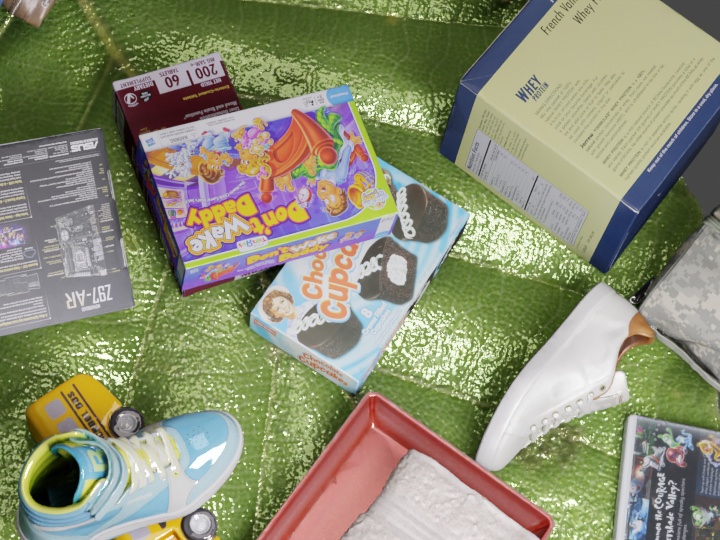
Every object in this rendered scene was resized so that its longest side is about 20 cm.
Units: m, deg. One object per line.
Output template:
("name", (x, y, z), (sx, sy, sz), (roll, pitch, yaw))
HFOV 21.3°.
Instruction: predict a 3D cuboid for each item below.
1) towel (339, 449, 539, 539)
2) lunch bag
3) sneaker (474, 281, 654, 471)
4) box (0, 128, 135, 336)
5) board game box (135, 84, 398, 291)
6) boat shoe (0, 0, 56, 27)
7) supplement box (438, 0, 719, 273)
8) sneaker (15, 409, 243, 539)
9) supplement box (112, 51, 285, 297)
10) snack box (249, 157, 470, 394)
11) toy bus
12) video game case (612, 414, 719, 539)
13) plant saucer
("towel", (0.081, 0.255, 1.580), (0.199, 0.035, 0.133), (37, 66, 10))
("lunch bag", (0.360, 0.036, 1.700), (0.200, 0.139, 0.168), (42, 88, 14))
("sneaker", (0.182, 0.107, 1.666), (0.084, 0.073, 0.200), (38, 79, 15))
("box", (-0.303, -0.027, 1.635), (0.198, 0.043, 0.162), (-13, 95, -27))
("board game box", (-0.082, -0.075, 1.680), (0.198, 0.045, 0.135), (-16, 69, -17))
("boat shoe", (-0.267, -0.303, 1.820), (0.072, 0.072, 0.200), (45, 65, -4))
("supplement box", (0.213, -0.149, 1.767), (0.199, 0.135, 0.200), (36, 66, 10))
("sneaker", (-0.181, 0.155, 1.507), (0.199, 0.131, 0.080), (-28, 70, -15))
("supplement box", (-0.145, -0.089, 1.735), (0.108, 0.061, 0.201), (-18, 70, -15))
("snack box", (0.000, 0.000, 1.725), (0.116, 0.037, 0.201), (31, 65, 8))
("toy bus", (-0.194, 0.182, 1.600), (0.078, 0.065, 0.200), (-32, 73, -19))
("video game case", (0.309, 0.237, 1.664), (0.180, 0.023, 0.202), (11, 65, -2))
("plant saucer", (0.031, 0.236, 1.621), (0.199, 0.037, 0.200), (35, 66, 8))
